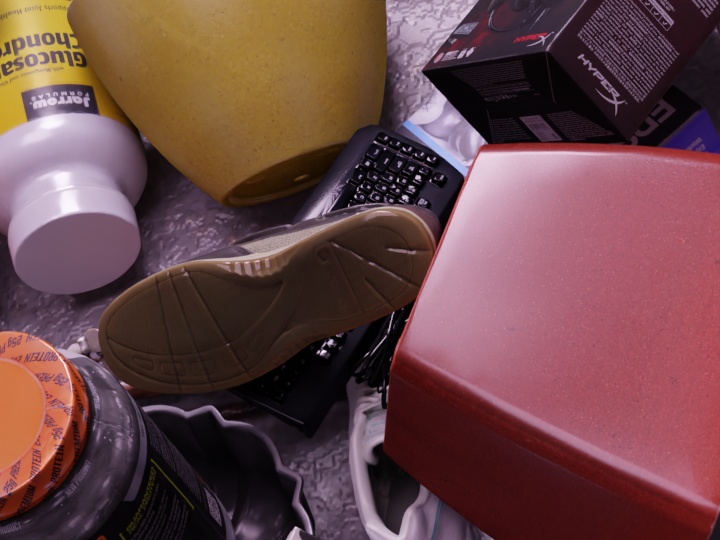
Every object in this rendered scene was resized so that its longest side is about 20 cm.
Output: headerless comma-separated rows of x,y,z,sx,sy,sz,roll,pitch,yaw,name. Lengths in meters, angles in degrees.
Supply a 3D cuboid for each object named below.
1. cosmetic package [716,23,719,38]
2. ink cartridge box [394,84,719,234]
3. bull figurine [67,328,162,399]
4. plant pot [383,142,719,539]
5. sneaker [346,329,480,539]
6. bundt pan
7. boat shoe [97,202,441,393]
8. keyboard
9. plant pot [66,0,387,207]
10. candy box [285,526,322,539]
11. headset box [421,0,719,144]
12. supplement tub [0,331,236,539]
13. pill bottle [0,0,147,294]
0.310,-0.155,1.382,0.200,0.104,0.073,-34,54,0,cosmetic package
0.109,-0.046,1.430,0.198,0.043,0.200,-42,55,-9,ink cartridge box
-0.087,0.032,1.414,0.199,0.121,0.065,-26,90,26,bull figurine
0.116,0.045,1.245,0.175,0.200,0.201,20,67,8,plant pot
0.026,0.090,1.356,0.070,0.080,0.201,-19,51,11,sneaker
-0.109,0.181,1.355,0.201,0.076,0.203,-9,58,15,bundt pan
-0.045,0.013,1.299,0.200,0.066,0.072,-20,94,21,boat shoe
0.000,0.000,1.351,0.104,0.040,0.200,27,60,9,keyboard
-0.064,-0.123,1.473,0.199,0.200,0.143,-22,80,8,plant pot
0.019,0.241,1.232,0.199,0.061,0.137,29,71,5,candy box
0.149,-0.166,1.381,0.200,0.075,0.148,-51,20,-17,headset box
-0.150,0.120,1.239,0.122,0.200,0.123,-10,56,15,supplement tub
-0.198,-0.088,1.533,0.112,0.112,0.201,-23,54,7,pill bottle
